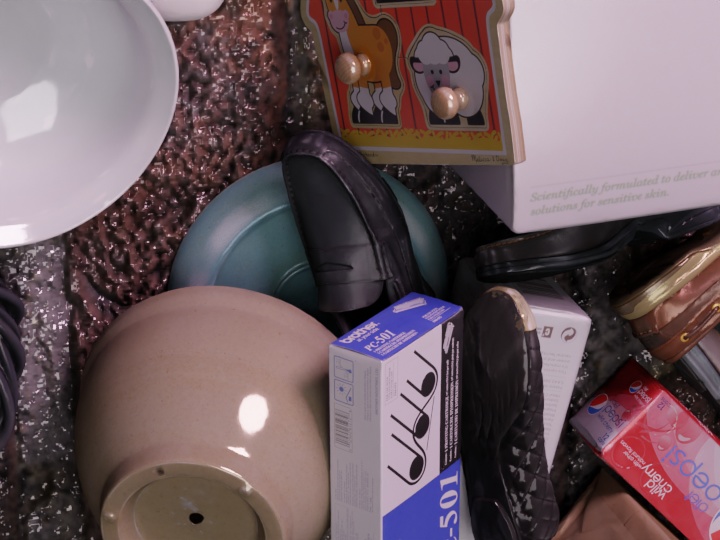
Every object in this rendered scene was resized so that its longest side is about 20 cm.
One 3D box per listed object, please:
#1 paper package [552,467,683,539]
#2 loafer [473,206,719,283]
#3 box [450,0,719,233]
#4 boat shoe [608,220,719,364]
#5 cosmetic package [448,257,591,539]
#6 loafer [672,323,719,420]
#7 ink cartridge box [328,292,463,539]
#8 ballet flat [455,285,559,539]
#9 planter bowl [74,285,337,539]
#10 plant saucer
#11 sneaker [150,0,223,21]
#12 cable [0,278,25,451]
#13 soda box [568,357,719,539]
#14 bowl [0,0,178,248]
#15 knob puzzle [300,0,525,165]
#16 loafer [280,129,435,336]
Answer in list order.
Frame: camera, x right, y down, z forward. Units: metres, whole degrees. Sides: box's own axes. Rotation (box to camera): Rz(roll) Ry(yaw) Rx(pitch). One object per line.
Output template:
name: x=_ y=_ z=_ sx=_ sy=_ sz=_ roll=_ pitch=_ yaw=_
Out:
paper package: x=0.235 y=0.269 z=1.424 sx=0.200 sy=0.191 sz=0.104 roll=41 pitch=94 yaw=-25
loafer: x=0.155 y=-0.042 z=1.341 sx=0.200 sy=0.073 sz=0.073 roll=-19 pitch=93 yaw=-32
box: x=0.160 y=-0.153 z=1.252 sx=0.198 sy=0.171 sz=0.201 roll=-8 pitch=112 yaw=-12
boat shoe: x=0.272 y=-0.009 z=1.383 sx=0.200 sy=0.072 sz=0.068 roll=-34 pitch=99 yaw=-5
cosmetic package: x=0.091 y=0.102 z=1.372 sx=0.074 sy=0.102 sz=0.201 roll=9 pitch=106 yaw=-17
loafer: x=0.294 y=0.096 z=1.443 sx=0.063 sy=0.072 sz=0.200 roll=-42 pitch=113 yaw=-3
ink cartridge box: x=0.023 y=0.124 z=1.269 sx=0.094 sy=0.044 sz=0.201 roll=-30 pitch=128 yaw=-48
ballet flat: x=0.097 y=0.101 z=1.299 sx=0.057 sy=0.066 sz=0.201 roll=-28 pitch=122 yaw=-45
planter bowl: x=-0.099 y=0.130 z=1.276 sx=0.199 sy=0.135 sz=0.201 roll=4 pitch=124 yaw=6
plant saucer: x=-0.032 y=0.021 z=1.348 sx=0.199 sy=0.027 sz=0.201 roll=-5 pitch=112 yaw=-13
sneaker: x=-0.168 y=-0.207 z=1.200 sx=0.200 sy=0.072 sz=0.072 roll=28 pitch=100 yaw=-24
cable: x=-0.303 y=0.075 z=1.290 sx=0.163 sy=0.051 sz=0.201 roll=0 pitch=108 yaw=-20
soda box: x=0.249 y=0.157 z=1.456 sx=0.070 sy=0.063 sz=0.200 roll=-45 pitch=115 yaw=5
bowl: x=-0.218 y=-0.120 z=1.194 sx=0.201 sy=0.090 sz=0.202 roll=-18 pitch=134 yaw=-20
knob puzzle: x=0.017 y=-0.161 z=1.203 sx=0.030 sy=0.219 sz=0.220 roll=-19 pitch=117 yaw=-35
loafer: x=0.000 y=0.000 z=1.288 sx=0.070 sy=0.068 sz=0.201 roll=-53 pitch=126 yaw=-41
